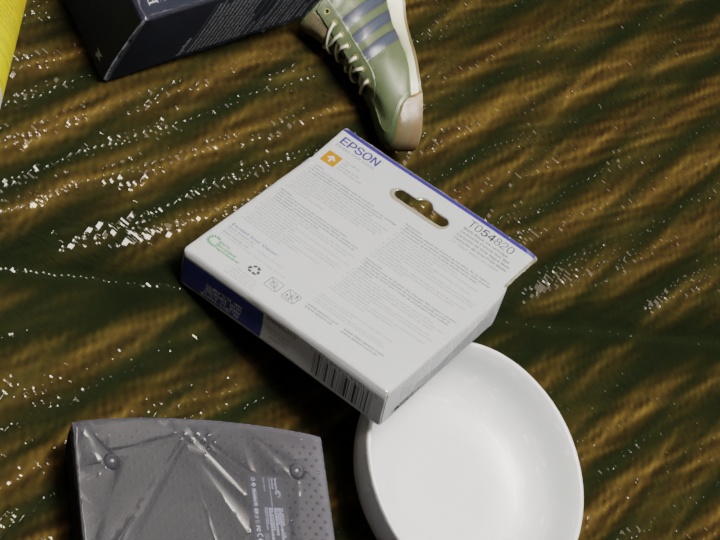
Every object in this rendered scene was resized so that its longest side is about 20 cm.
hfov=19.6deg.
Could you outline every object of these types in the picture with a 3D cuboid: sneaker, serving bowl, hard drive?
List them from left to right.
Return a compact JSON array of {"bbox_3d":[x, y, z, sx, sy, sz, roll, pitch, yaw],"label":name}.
[{"bbox_3d":[-0.112,0.173,1.449,0.199,0.042,0.136,6,63,-32],"label":"hard drive"},{"bbox_3d":[-0.007,-0.191,1.704,0.089,0.067,0.202,-1,71,-18],"label":"sneaker"},{"bbox_3d":[0.072,0.158,1.565,0.199,0.066,0.202,16,59,-29],"label":"serving bowl"}]

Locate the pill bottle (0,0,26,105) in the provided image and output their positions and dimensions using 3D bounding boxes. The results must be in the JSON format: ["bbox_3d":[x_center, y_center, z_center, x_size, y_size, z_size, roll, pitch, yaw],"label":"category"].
[{"bbox_3d":[-0.295,-0.178,1.462,0.111,0.112,0.201,23,56,-23],"label":"pill bottle"}]

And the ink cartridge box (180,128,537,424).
[{"bbox_3d":[0.000,0.000,1.566,0.199,0.041,0.200,35,49,20],"label":"ink cartridge box"}]

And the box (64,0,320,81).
[{"bbox_3d":[-0.132,-0.254,1.600,0.199,0.104,0.149,-23,80,-32],"label":"box"}]
